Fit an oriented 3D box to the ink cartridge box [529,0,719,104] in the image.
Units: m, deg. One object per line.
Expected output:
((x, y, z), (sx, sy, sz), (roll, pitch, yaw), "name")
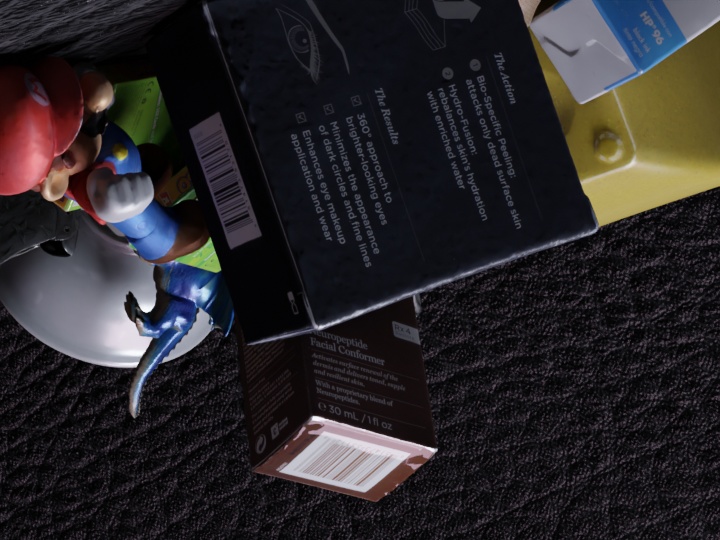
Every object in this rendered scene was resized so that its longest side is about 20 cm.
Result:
((0.219, -0.195, 1.532), (0.200, 0.068, 0.116), (-35, -176, -15), "ink cartridge box")

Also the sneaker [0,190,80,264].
((-0.204, -0.056, 1.569), (0.199, 0.105, 0.060), (-19, 179, -18), "sneaker")

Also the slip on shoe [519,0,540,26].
((0.095, -0.181, 1.526), (0.076, 0.061, 0.200), (-18, 179, -36), "slip on shoe")

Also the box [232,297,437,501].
((-0.020, 0.036, 1.496), (0.100, 0.200, 0.075), (17, 137, -33), "box")

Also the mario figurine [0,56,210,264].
((-0.148, -0.074, 1.376), (0.123, 0.106, 0.200), (12, 170, 27), "mario figurine")

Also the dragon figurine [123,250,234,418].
((-0.121, 0.017, 1.761), (0.099, 0.201, 0.059), (5, -177, -14), "dragon figurine")

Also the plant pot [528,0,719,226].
((0.155, -0.126, 1.683), (0.194, 0.196, 0.200), (-19, -179, 25), "plant pot")

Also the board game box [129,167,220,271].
((-0.096, -0.044, 1.605), (0.095, 0.030, 0.200), (-39, 171, 7), "board game box")

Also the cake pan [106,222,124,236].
((-0.116, -0.088, 1.746), (0.200, 0.037, 0.200), (-30, -166, 8), "cake pan")

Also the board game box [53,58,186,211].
((-0.122, -0.098, 1.557), (0.200, 0.030, 0.096), (-15, 135, -54), "board game box")

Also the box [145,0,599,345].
((0.006, -0.080, 1.404), (0.199, 0.197, 0.117), (-19, 180, -24), "box")

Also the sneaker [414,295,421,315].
((-0.001, 0.001, 1.690), (0.077, 0.111, 0.200), (-40, 169, 7), "sneaker")

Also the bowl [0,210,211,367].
((-0.187, -0.032, 1.846), (0.201, 0.201, 0.090), (-18, 154, -34), "bowl")
